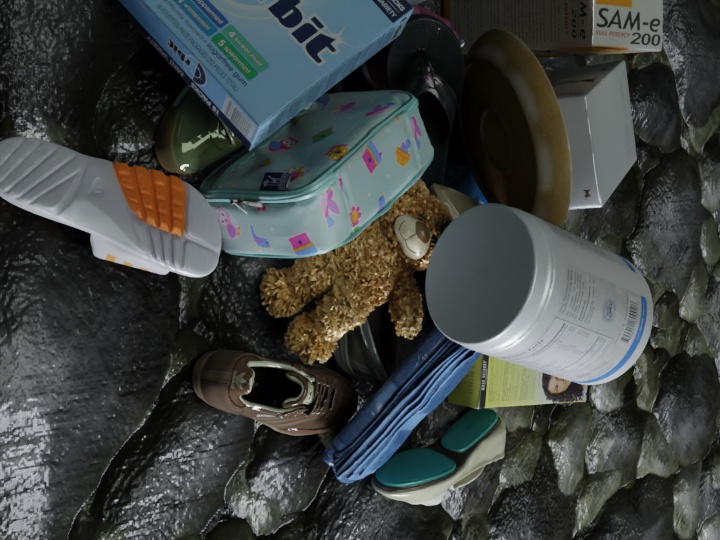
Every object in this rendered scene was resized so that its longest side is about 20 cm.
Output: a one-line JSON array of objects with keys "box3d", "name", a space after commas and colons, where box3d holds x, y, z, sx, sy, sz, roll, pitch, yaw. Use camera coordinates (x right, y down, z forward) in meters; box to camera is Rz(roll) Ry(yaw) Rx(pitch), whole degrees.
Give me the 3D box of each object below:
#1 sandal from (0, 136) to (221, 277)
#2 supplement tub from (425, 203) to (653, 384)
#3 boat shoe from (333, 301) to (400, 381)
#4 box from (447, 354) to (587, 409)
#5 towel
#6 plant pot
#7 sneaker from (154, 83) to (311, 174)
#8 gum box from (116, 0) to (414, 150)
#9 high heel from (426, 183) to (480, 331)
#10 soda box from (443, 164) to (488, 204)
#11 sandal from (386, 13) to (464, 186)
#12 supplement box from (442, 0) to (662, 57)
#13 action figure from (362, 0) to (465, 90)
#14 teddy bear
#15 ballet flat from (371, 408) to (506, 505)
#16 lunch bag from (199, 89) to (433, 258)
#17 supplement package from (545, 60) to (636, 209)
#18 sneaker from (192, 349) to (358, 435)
[{"box3d": [-0.212, -0.051, 1.041, 0.204, 0.059, 0.080, 23, 61, -22], "name": "sandal"}, {"box3d": [0.168, 0.025, 1.164, 0.198, 0.131, 0.134, 20, 81, -43], "name": "supplement tub"}, {"box3d": [0.013, 0.006, 1.251, 0.074, 0.064, 0.206, 0, 94, -44], "name": "boat shoe"}, {"box3d": [0.184, 0.114, 1.437, 0.198, 0.050, 0.077, 1, 94, -43], "name": "box"}, {"box3d": [0.049, 0.125, 1.235, 0.200, 0.048, 0.112, -48, 167, 2], "name": "towel"}, {"box3d": [0.138, -0.127, 1.203, 0.027, 0.200, 0.203, -18, 108, -18], "name": "plant pot"}, {"box3d": [-0.090, -0.157, 1.118, 0.200, 0.089, 0.068, -46, 124, -30], "name": "sneaker"}, {"box3d": [-0.079, -0.226, 1.085, 0.170, 0.045, 0.200, 47, 60, 5], "name": "gum box"}, {"box3d": [0.085, 0.002, 1.282, 0.200, 0.141, 0.072, 49, 40, -27], "name": "high heel"}, {"box3d": [0.126, -0.020, 1.356, 0.064, 0.067, 0.201, -54, 127, -25], "name": "soda box"}, {"box3d": [0.062, -0.143, 1.194, 0.074, 0.048, 0.203, -5, 127, -7], "name": "sandal"}, {"box3d": [0.197, -0.260, 1.308, 0.125, 0.198, 0.075, -6, 99, -42], "name": "supplement box"}, {"box3d": [0.008, -0.243, 1.225, 0.199, 0.135, 0.149, 35, 113, -27], "name": "action figure"}, {"box3d": [0.000, 0.000, 1.171, 0.067, 0.197, 0.147, 47, 27, -72], "name": "teddy bear"}, {"box3d": [0.088, 0.213, 1.349, 0.198, 0.069, 0.071, -23, 110, -40], "name": "ballet flat"}, {"box3d": [-0.044, -0.089, 1.127, 0.200, 0.159, 0.078, -43, 127, -39], "name": "lunch bag"}, {"box3d": [0.217, -0.145, 1.353, 0.200, 0.115, 0.119, -41, 124, -61], "name": "supplement package"}, {"box3d": [-0.063, 0.120, 1.182, 0.198, 0.075, 0.072, 14, 84, -43], "name": "sneaker"}]
